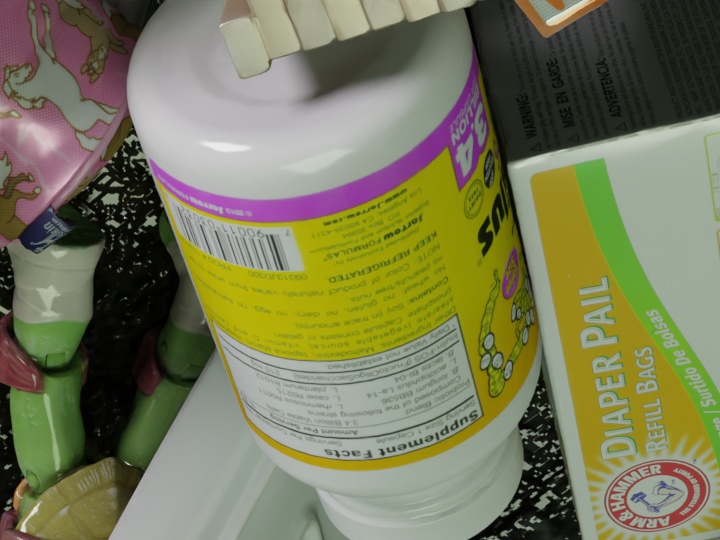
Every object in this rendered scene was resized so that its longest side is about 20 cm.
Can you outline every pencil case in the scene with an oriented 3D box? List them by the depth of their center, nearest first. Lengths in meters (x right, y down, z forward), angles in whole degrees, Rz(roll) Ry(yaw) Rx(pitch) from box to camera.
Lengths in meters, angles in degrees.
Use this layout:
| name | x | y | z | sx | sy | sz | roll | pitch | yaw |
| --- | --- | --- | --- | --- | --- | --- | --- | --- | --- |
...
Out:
| name | x | y | z | sx | sy | sz | roll | pitch | yaw |
| --- | --- | --- | --- | --- | --- | --- | --- | --- | --- |
| pencil case | -0.161 | -0.086 | 0.749 | 0.199 | 0.087 | 0.083 | 35 | 157 | -14 |

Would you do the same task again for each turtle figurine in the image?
| name | x | y | z | sx | sy | sz | roll | pitch | yaw |
| --- | --- | --- | --- | --- | --- | --- | --- | --- | --- |
| turtle figurine | -0.110 | 0.064 | 0.935 | 0.143 | 0.200 | 0.195 | 17 | 108 | 7 |

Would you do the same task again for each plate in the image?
| name | x | y | z | sx | sy | sz | roll | pitch | yaw |
| --- | --- | --- | --- | --- | --- | --- | --- | --- | --- |
| plate | -0.036 | 0.117 | 0.902 | 0.032 | 0.200 | 0.201 | 13 | 143 | 20 |

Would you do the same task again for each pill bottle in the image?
| name | x | y | z | sx | sy | sz | roll | pitch | yaw |
| --- | --- | --- | --- | --- | --- | --- | --- | --- | --- |
| pill bottle | 0.000 | 0.000 | 0.786 | 0.103 | 0.105 | 0.201 | -13 | 134 | 3 |

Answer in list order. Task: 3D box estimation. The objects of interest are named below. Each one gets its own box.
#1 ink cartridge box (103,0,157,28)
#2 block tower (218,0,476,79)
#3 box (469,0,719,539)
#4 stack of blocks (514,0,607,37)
| name | x | y | z | sx | sy | sz | roll | pitch | yaw |
| --- | --- | --- | --- | --- | --- | --- | --- | --- | --- |
| ink cartridge box | -0.145 | -0.159 | 0.771 | 0.199 | 0.057 | 0.163 | 22 | 127 | 1 |
| block tower | 0.052 | -0.113 | 0.671 | 0.199 | 0.054 | 0.058 | -17 | 113 | 12 |
| box | 0.107 | -0.007 | 0.880 | 0.101 | 0.113 | 0.201 | -12 | 132 | 3 |
| stack of blocks | 0.114 | -0.170 | 0.739 | 0.199 | 0.116 | 0.059 | -30 | 128 | 17 |
